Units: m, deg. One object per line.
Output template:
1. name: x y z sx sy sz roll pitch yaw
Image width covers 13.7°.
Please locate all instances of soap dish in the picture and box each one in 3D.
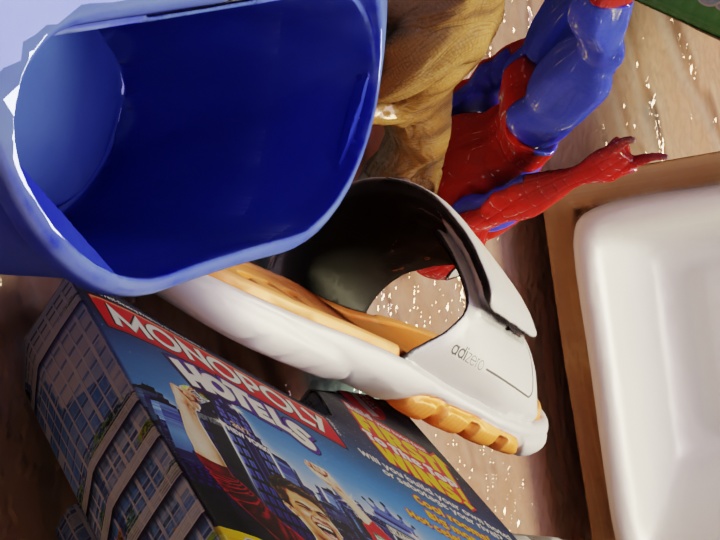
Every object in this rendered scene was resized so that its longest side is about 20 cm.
1. soap dish: 0.172 0.023 1.089 0.081 0.199 0.158 -99 179 -75

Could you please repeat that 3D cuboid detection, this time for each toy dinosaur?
1. toy dinosaur: 0.018 -0.076 0.850 0.200 0.106 0.061 125 -24 -62

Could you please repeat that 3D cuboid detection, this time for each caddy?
1. caddy: -0.057 -0.069 0.719 0.200 0.104 0.142 -20 106 -61

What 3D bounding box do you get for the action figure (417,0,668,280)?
1. action figure: 0.060 -0.057 0.907 0.051 0.200 0.066 12 52 -22

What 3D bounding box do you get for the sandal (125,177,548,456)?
1. sandal: 0.006 0.003 0.860 0.059 0.079 0.206 -62 149 3

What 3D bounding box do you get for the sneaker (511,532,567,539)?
1. sneaker: 0.078 0.138 1.019 0.200 0.078 0.078 19 74 -47

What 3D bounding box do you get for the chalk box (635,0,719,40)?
1. chalk box: 0.177 -0.154 1.121 0.124 0.124 0.201 -61 171 -47

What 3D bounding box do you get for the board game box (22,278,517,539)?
1. board game box: -0.006 0.088 0.787 0.200 0.200 0.062 32 102 -35
